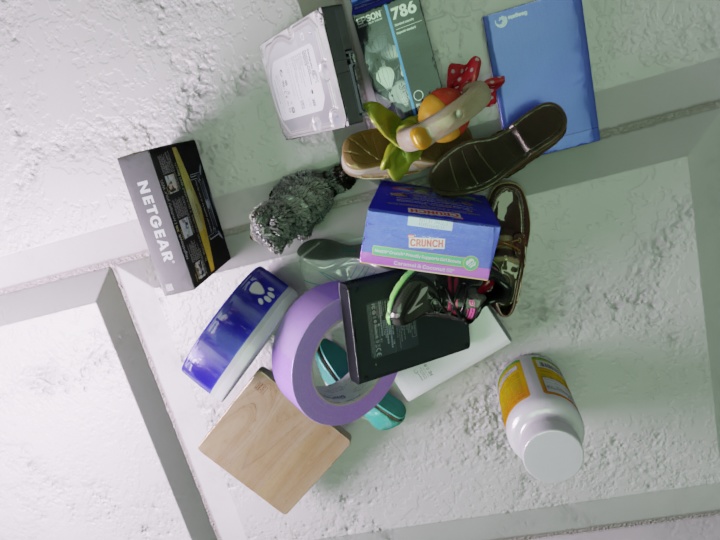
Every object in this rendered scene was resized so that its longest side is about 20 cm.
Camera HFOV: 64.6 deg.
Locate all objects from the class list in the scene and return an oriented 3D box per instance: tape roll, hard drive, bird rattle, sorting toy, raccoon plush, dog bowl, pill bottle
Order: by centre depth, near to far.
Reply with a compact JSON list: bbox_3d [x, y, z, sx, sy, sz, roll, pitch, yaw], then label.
[{"bbox_3d":[0.107,-0.194,0.726,0.197,0.163,0.114,-25,108,-3],"label":"bird rattle"},{"bbox_3d":[-0.069,-0.255,0.765,0.037,0.199,0.142,-22,108,-28],"label":"hard drive"},{"bbox_3d":[0.253,-0.267,0.797,0.129,0.025,0.204,-12,105,11],"label":"hard drive"},{"bbox_3d":[0.069,0.067,0.817,0.197,0.033,0.142,-12,101,-27],"label":"hard drive"},{"bbox_3d":[-0.084,-0.111,0.832,0.096,0.134,0.200,40,108,-5],"label":"raccoon plush"},{"bbox_3d":[-0.030,0.122,0.845,0.197,0.065,0.204,-13,112,-33],"label":"tape roll"},{"bbox_3d":[0.269,0.219,0.853,0.109,0.200,0.113,2,108,7],"label":"pill bottle"},{"bbox_3d":[-0.182,0.095,0.875,0.078,0.200,0.201,36,108,-3],"label":"dog bowl"},{"bbox_3d":[0.121,0.106,0.911,0.199,0.027,0.133,-35,90,22],"label":"hard drive"},{"bbox_3d":[-0.145,0.287,0.998,0.198,0.070,0.201,38,108,-5],"label":"sorting toy"}]

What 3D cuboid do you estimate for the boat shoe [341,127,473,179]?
[{"bbox_3d":[0.064,-0.175,0.827,0.196,0.069,0.075,-8,82,-12],"label":"boat shoe"}]

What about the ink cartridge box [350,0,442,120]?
[{"bbox_3d":[0.051,-0.314,0.803,0.098,0.039,0.203,-16,104,13],"label":"ink cartridge box"}]

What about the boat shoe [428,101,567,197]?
[{"bbox_3d":[0.191,-0.154,0.787,0.197,0.068,0.073,-24,81,14],"label":"boat shoe"}]

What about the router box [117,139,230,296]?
[{"bbox_3d":[-0.270,-0.084,0.854,0.051,0.157,0.204,-11,105,10],"label":"router box"}]

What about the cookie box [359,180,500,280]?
[{"bbox_3d":[0.094,-0.062,0.789,0.168,0.200,0.077,9,109,5],"label":"cookie box"}]

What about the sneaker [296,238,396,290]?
[{"bbox_3d":[0.000,0.000,0.899,0.196,0.071,0.081,5,127,5],"label":"sneaker"}]

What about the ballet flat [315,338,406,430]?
[{"bbox_3d":[-0.014,0.201,0.959,0.199,0.068,0.070,41,122,-4],"label":"ballet flat"}]

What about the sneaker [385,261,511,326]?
[{"bbox_3d":[0.123,0.031,0.769,0.197,0.084,0.078,-17,128,-24],"label":"sneaker"}]

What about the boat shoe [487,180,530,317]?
[{"bbox_3d":[0.219,-0.028,0.850,0.071,0.072,0.204,4,108,6],"label":"boat shoe"}]
